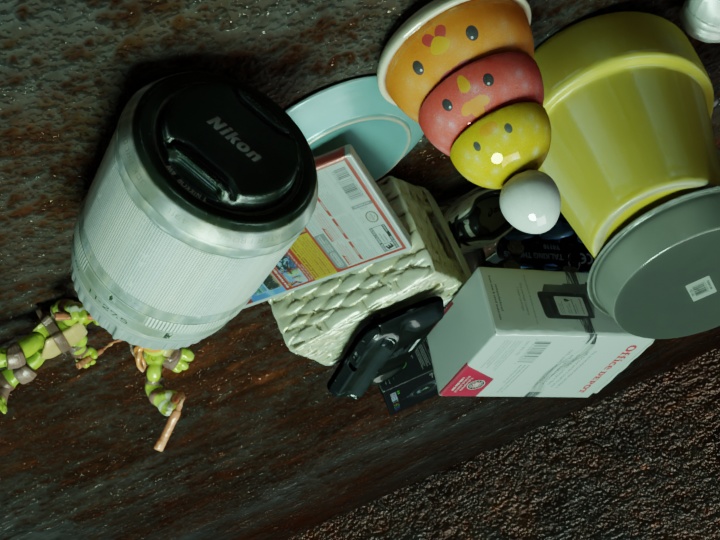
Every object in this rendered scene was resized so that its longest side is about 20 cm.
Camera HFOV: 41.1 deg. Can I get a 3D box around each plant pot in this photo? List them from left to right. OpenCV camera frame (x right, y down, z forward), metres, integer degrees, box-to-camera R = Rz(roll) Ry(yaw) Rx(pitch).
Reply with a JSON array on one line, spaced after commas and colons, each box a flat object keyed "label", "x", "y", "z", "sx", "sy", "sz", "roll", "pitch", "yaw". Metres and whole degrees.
[{"label": "plant pot", "x": 0.255, "y": -0.110, "z": 0.919, "sx": 0.199, "sy": 0.190, "sz": 0.201, "roll": -8, "pitch": 142, "yaw": -6}]

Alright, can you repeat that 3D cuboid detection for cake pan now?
[{"label": "cake pan", "x": 0.312, "y": 0.001, "z": 0.891, "sx": 0.199, "sy": 0.037, "sz": 0.201, "roll": -8, "pitch": 143, "yaw": -6}]

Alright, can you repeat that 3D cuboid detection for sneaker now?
[{"label": "sneaker", "x": 0.106, "y": -0.049, "z": 1.104, "sx": 0.199, "sy": 0.076, "sz": 0.088, "roll": -31, "pitch": -174, "yaw": -6}, {"label": "sneaker", "x": 0.411, "y": -0.278, "z": 0.930, "sx": 0.199, "sy": 0.076, "sz": 0.089, "roll": -15, "pitch": 145, "yaw": -18}]

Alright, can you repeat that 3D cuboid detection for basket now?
[{"label": "basket", "x": 0.000, "y": 0.000, "z": 1.039, "sx": 0.199, "sy": 0.136, "sz": 0.123, "roll": -29, "pitch": 162, "yaw": 14}]

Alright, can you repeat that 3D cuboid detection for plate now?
[{"label": "plate", "x": -0.017, "y": -0.113, "z": 0.921, "sx": 0.199, "sy": 0.026, "sz": 0.200, "roll": -22, "pitch": 159, "yaw": -9}]

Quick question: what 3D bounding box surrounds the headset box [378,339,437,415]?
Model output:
[{"label": "headset box", "x": 0.115, "y": 0.132, "z": 1.516, "sx": 0.199, "sy": 0.093, "sz": 0.174, "roll": -23, "pitch": 159, "yaw": -3}]

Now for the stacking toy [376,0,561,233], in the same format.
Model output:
[{"label": "stacking toy", "x": 0.113, "y": -0.121, "z": 0.796, "sx": 0.145, "sy": 0.201, "sz": 0.146, "roll": -22, "pitch": 158, "yaw": -9}]

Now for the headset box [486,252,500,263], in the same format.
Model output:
[{"label": "headset box", "x": 0.289, "y": 0.042, "z": 1.397, "sx": 0.199, "sy": 0.175, "sz": 0.093, "roll": 4, "pitch": 146, "yaw": -48}]

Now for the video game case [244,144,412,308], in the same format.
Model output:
[{"label": "video game case", "x": -0.067, "y": -0.037, "z": 0.934, "sx": 0.199, "sy": 0.018, "sz": 0.143, "roll": -19, "pitch": 136, "yaw": 18}]

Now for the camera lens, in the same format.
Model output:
[{"label": "camera lens", "x": -0.137, "y": -0.045, "z": 0.770, "sx": 0.159, "sy": 0.161, "sz": 0.200, "roll": -7, "pitch": 154, "yaw": -36}]

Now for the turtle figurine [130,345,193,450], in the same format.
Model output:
[{"label": "turtle figurine", "x": -0.206, "y": 0.078, "z": 0.997, "sx": 0.064, "sy": 0.202, "sz": 0.161, "roll": 0, "pitch": 178, "yaw": -2}]

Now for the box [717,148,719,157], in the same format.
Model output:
[{"label": "box", "x": 0.318, "y": -0.063, "z": 1.010, "sx": 0.155, "sy": 0.201, "sz": 0.041, "roll": -29, "pitch": 122, "yaw": 22}]

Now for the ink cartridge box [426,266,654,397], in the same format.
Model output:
[{"label": "ink cartridge box", "x": 0.194, "y": 0.072, "z": 1.051, "sx": 0.199, "sy": 0.084, "sz": 0.145, "roll": 3, "pitch": 146, "yaw": -22}]

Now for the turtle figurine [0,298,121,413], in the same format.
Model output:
[{"label": "turtle figurine", "x": -0.315, "y": 0.067, "z": 0.973, "sx": 0.161, "sy": 0.065, "sz": 0.200, "roll": -35, "pitch": 170, "yaw": -20}]

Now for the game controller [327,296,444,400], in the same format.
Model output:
[{"label": "game controller", "x": 0.026, "y": 0.086, "z": 1.050, "sx": 0.104, "sy": 0.042, "sz": 0.200, "roll": -30, "pitch": 166, "yaw": -26}]

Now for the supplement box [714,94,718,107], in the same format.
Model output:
[{"label": "supplement box", "x": 0.335, "y": -0.154, "z": 1.142, "sx": 0.108, "sy": 0.061, "sz": 0.200, "roll": -20, "pitch": 159, "yaw": -6}]

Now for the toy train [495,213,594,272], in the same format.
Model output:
[{"label": "toy train", "x": 0.269, "y": -0.031, "z": 1.202, "sx": 0.199, "sy": 0.087, "sz": 0.114, "roll": 4, "pitch": -157, "yaw": 44}]

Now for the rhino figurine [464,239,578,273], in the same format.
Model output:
[{"label": "rhino figurine", "x": 0.180, "y": 0.011, "z": 1.167, "sx": 0.060, "sy": 0.199, "sz": 0.088, "roll": -49, "pitch": 159, "yaw": -35}]
